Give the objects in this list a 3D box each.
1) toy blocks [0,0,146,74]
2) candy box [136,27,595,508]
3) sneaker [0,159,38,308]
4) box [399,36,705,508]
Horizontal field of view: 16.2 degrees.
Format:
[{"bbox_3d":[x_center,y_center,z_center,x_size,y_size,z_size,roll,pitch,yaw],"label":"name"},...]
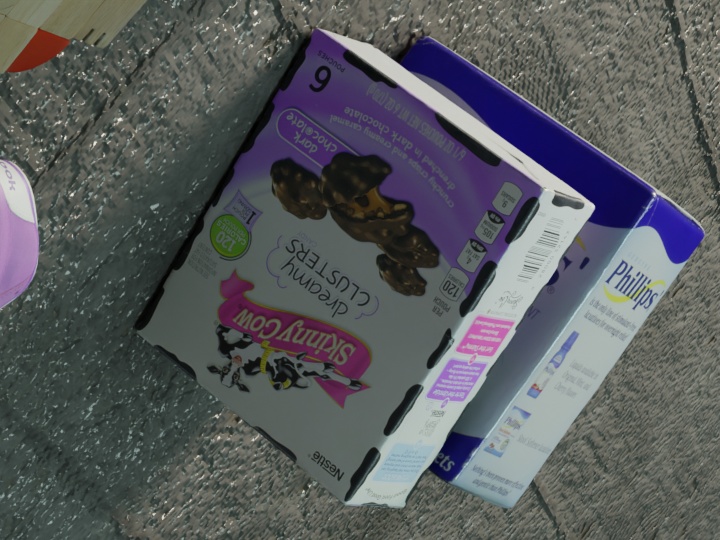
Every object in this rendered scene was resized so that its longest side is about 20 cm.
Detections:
[{"bbox_3d":[-0.156,-0.127,1.045,0.137,0.100,0.200,-47,156,14],"label":"toy blocks"},{"bbox_3d":[0.000,0.000,1.361,0.200,0.168,0.071,-59,154,11],"label":"candy box"},{"bbox_3d":[-0.207,0.038,1.174,0.114,0.073,0.201,-9,130,-60],"label":"sneaker"},{"bbox_3d":[0.060,0.000,1.446,0.200,0.184,0.105,-55,153,3],"label":"box"}]
